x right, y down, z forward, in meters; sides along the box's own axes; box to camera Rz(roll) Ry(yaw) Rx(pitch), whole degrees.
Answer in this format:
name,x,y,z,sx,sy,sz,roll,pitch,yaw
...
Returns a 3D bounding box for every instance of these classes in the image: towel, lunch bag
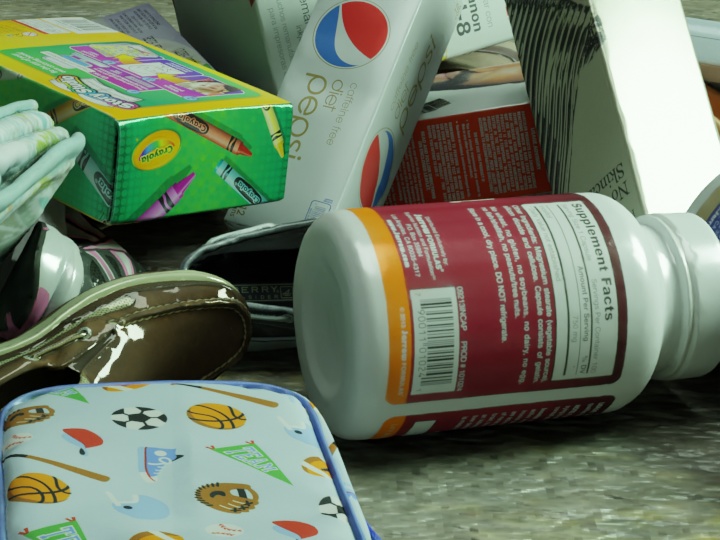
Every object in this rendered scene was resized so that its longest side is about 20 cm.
name,x,y,z,sx,sy,sz,roll,pitch,yaw
towel,-0.211,0.001,0.956,0.048,0.171,0.200,42,13,-1
lunch bag,-0.072,0.110,0.833,0.160,0.076,0.200,1,21,-11

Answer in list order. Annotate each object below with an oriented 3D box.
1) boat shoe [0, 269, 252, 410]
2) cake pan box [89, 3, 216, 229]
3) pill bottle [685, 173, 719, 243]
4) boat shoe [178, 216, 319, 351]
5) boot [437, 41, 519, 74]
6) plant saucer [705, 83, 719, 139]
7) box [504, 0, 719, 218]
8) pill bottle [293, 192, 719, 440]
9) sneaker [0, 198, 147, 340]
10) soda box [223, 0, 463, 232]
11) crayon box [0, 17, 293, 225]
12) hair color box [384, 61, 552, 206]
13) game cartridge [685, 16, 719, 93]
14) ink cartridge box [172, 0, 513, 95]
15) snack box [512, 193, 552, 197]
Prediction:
name,x,y,z,sx,sy,sz,roll,pitch,yaw
boat shoe,-0.132,0.060,0.958,0.202,0.075,0.075,-22,29,-24
cake pan box,-0.177,-0.086,1.271,0.184,0.052,0.200,-21,34,-14
pill bottle,0.252,0.025,1.028,0.116,0.116,0.200,-8,27,-25
boat shoe,0.000,0.000,1.090,0.200,0.072,0.068,-3,-20,-8
boot,0.081,-0.125,1.433,0.200,0.070,0.146,6,23,28
plant saucer,0.251,-0.049,1.225,0.200,0.037,0.200,33,14,-9
box,0.145,-0.094,1.161,0.068,0.082,0.200,3,60,-27
pill bottle,0.076,0.020,1.025,0.200,0.113,0.113,-4,22,-19
sneaker,-0.148,0.014,1.091,0.086,0.080,0.200,28,10,-15
soda box,-0.007,-0.093,1.196,0.064,0.200,0.068,16,-19,20
crayon box,-0.146,-0.087,1.131,0.119,0.058,0.200,-10,26,-42
hair color box,0.046,-0.081,1.284,0.200,0.064,0.111,-7,18,7
game cartridge,0.217,-0.120,1.356,0.133,0.042,0.200,13,-12,0
ink cartridge box,-0.009,-0.200,1.353,0.200,0.146,0.145,-19,13,-24
snack box,0.172,-0.046,1.304,0.116,0.037,0.200,9,23,20
